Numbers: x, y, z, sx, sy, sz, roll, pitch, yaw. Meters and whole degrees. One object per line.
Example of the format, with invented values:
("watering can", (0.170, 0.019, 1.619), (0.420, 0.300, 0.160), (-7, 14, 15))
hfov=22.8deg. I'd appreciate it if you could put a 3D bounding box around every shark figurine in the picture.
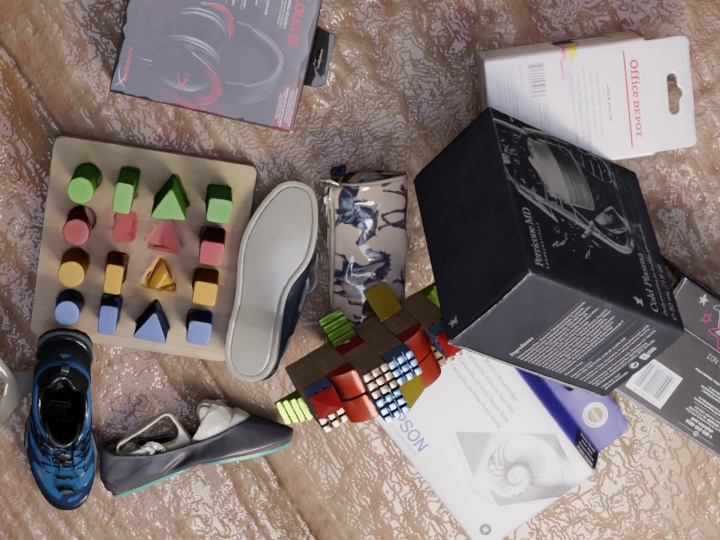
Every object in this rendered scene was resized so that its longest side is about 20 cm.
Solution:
("shark figurine", (-0.401, 0.052, 1.739), (0.213, 0.090, 0.128), (21, 134, 0))

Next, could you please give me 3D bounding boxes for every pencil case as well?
("pencil case", (0.000, 0.000, 1.750), (0.089, 0.078, 0.201), (-1, 103, -13))

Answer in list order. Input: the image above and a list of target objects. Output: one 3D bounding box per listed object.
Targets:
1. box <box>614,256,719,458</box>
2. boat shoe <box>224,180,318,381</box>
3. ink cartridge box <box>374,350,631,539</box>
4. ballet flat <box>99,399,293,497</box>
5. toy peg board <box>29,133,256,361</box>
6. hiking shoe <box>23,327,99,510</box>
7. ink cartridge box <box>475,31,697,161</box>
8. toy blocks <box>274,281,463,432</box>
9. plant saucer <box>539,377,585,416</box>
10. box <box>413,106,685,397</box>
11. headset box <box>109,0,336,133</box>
("box", (0.336, 0.092, 1.765), (0.199, 0.115, 0.132), (33, 98, -18))
("boat shoe", (-0.082, 0.011, 1.754), (0.074, 0.062, 0.201), (11, 93, 10))
("ink cartridge box", (0.141, 0.148, 1.781), (0.200, 0.041, 0.200), (-38, 102, 5))
("ballet flat", (-0.168, 0.168, 1.782), (0.199, 0.073, 0.073), (-16, 103, 2))
("toy peg board", (-0.212, -0.013, 1.723), (0.199, 0.098, 0.200), (9, 101, -5))
("hiking shoe", (-0.294, 0.158, 1.731), (0.074, 0.087, 0.201), (-1, 119, -4))
("ink cartridge box", (0.218, -0.165, 1.735), (0.199, 0.067, 0.118), (-7, 103, -1))
("toy blocks", (0.019, 0.092, 1.662), (0.199, 0.137, 0.100), (-29, 109, -7))
("plant saucer", (0.148, 0.097, 1.807), (0.199, 0.031, 0.201), (-1, 103, -4))
("box", (0.171, -0.015, 1.655), (0.196, 0.201, 0.124), (18, 134, -32))
("headset box", (-0.125, -0.222, 1.694), (0.199, 0.075, 0.150), (13, 101, -7))
